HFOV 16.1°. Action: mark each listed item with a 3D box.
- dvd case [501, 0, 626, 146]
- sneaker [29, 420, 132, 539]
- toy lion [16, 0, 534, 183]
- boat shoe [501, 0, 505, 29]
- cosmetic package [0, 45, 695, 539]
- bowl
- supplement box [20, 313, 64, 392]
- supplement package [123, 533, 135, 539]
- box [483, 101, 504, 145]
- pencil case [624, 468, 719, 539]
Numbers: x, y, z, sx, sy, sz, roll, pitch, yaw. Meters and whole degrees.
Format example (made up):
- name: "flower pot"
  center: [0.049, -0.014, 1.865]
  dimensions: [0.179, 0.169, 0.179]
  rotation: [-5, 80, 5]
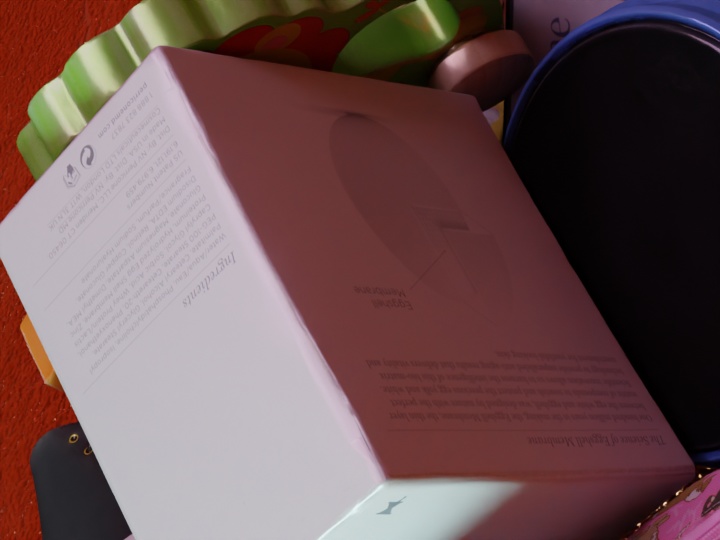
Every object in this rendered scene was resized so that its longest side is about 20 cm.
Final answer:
- name: "dvd case"
  center: [0.135, -0.047, 1.074]
  dimensions: [0.200, 0.018, 0.143]
  rotation: [16, 112, 46]
- name: "sneaker"
  center: [-0.096, 0.106, 1.229]
  dimensions: [0.200, 0.075, 0.106]
  rotation: [-30, 68, 37]
- name: "toy lion"
  center: [-0.039, -0.081, 1.054]
  dimensions: [0.200, 0.192, 0.069]
  rotation: [-32, 71, 5]
- name: "boat shoe"
  center: [0.038, -0.142, 1.330]
  dimensions: [0.075, 0.086, 0.202]
  rotation: [-25, 47, 46]
- name: "cosmetic package"
  center: [-0.006, 0.034, 1.006]
  dimensions: [0.123, 0.199, 0.200]
  rotation: [-45, 60, 29]
- name: "bowl"
  center: [0.133, -0.015, 1.039]
  dimensions: [0.200, 0.039, 0.201]
  rotation: [15, 110, 46]
- name: "supplement box"
  center: [-0.075, -0.011, 1.362]
  dimensions: [0.200, 0.126, 0.074]
  rotation: [-57, 30, 12]
- name: "supplement package"
  center: [-0.035, 0.216, 1.092]
  dimensions: [0.151, 0.152, 0.200]
  rotation: [-37, 39, 47]
- name: "box"
  center: [0.000, 0.000, 1.167]
  dimensions: [0.117, 0.048, 0.201]
  rotation: [8, 74, 14]
- name: "pencil case"
  center: [0.142, 0.113, 0.976]
  dimensions: [0.200, 0.086, 0.083]
  rotation: [-45, 16, 33]
